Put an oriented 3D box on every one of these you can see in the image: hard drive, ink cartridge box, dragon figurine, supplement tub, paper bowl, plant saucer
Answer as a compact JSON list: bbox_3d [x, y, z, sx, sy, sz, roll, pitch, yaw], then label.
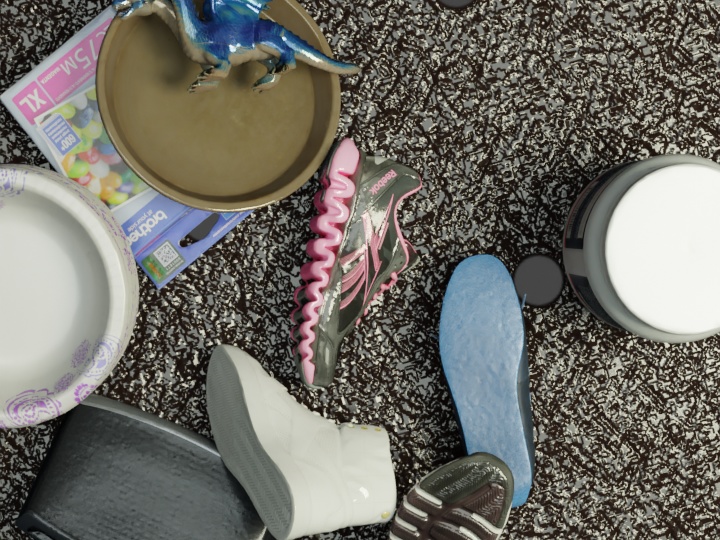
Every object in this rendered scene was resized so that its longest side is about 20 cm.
[{"bbox_3d":[-0.162,0.187,1.619,0.198,0.042,0.136,24,76,-1],"label":"hard drive"},{"bbox_3d":[-0.182,-0.097,1.627,0.119,0.042,0.201,-38,93,0],"label":"ink cartridge box"},{"bbox_3d":[-0.091,-0.193,1.577,0.198,0.059,0.101,-4,80,-17],"label":"dragon figurine"},{"bbox_3d":[0.234,-0.017,1.556,0.139,0.200,0.142,0,92,-1],"label":"supplement tub"},{"bbox_3d":[-0.273,0.017,1.589,0.198,0.104,0.203,0,94,3],"label":"paper bowl"},{"bbox_3d":[-0.113,-0.141,1.604,0.198,0.029,0.202,4,77,-16],"label":"plant saucer"}]

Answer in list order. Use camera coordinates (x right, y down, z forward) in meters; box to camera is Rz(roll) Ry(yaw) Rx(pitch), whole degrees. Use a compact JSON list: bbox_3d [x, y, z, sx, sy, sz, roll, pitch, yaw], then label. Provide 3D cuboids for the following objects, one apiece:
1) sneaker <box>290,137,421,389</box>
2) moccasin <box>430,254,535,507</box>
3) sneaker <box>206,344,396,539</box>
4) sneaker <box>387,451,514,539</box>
[{"bbox_3d":[0.000,0.000,1.621,0.094,0.079,0.202,12,92,-13],"label":"sneaker"},{"bbox_3d":[0.098,0.089,1.624,0.080,0.068,0.202,-2,90,6],"label":"moccasin"},{"bbox_3d":[-0.043,0.133,1.597,0.115,0.201,0.074,-1,130,-29],"label":"sneaker"},{"bbox_3d":[0.059,0.197,1.592,0.075,0.116,0.201,34,118,-3],"label":"sneaker"}]
